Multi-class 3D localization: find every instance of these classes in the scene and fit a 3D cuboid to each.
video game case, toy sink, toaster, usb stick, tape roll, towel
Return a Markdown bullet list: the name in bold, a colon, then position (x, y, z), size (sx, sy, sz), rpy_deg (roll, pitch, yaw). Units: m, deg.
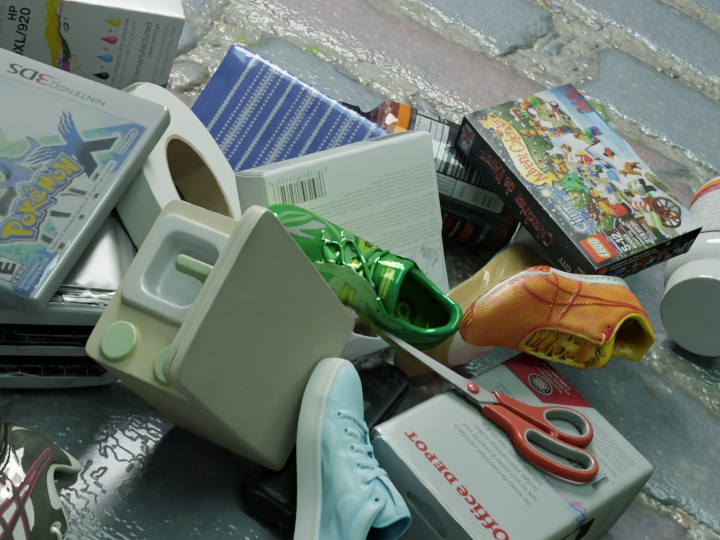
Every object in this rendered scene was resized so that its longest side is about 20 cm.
- **video game case**: position (-0.263, -0.076, 0.991), size (0.181, 0.022, 0.201), rpy_deg (20, 55, 11)
- **toy sink**: position (-0.105, 0.037, 0.959), size (0.111, 0.200, 0.131), rpy_deg (20, 74, 26)
- **toaster**: position (-0.242, 0.012, 1.027), size (0.198, 0.114, 0.130), rpy_deg (3, 47, -25)
- **usb stick**: position (-0.024, 0.131, 1.068), size (0.055, 0.033, 0.200), rpy_deg (27, 39, 15)
- **tape roll**: position (-0.144, -0.057, 1.115), size (0.204, 0.037, 0.204), rpy_deg (55, 17, -26)
- **towel**: position (-0.072, -0.102, 1.245), size (0.199, 0.024, 0.146), rpy_deg (31, 82, 6)

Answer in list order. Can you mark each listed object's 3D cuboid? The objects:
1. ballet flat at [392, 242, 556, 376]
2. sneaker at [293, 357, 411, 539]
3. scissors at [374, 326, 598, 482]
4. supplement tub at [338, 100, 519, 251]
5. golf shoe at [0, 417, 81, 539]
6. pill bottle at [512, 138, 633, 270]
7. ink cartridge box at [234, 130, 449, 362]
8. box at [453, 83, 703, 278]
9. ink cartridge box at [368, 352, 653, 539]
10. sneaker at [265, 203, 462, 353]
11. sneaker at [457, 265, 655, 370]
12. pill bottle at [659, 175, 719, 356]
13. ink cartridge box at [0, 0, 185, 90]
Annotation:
- **ballet flat**: position (0.108, 0.037, 1.193), size (0.063, 0.069, 0.200), rpy_deg (27, 47, 28)
- **sneaker**: position (0.001, 0.159, 0.967), size (0.081, 0.074, 0.202), rpy_deg (-5, 69, 18)
- **scissors**: position (0.095, 0.102, 1.044), size (0.198, 0.014, 0.073), rpy_deg (25, 39, -1)
- **supplement tub**: position (0.060, -0.097, 1.306), size (0.198, 0.108, 0.107), rpy_deg (19, 39, -6)
- **golf shoe**: position (-0.233, 0.178, 0.878), size (0.087, 0.077, 0.201), rpy_deg (20, 40, -17)
- **pill bottle**: position (0.221, -0.056, 1.341), size (0.108, 0.110, 0.201), rpy_deg (27, 40, 3)
- **ink cartridge box**: position (-0.008, -0.017, 1.168), size (0.199, 0.176, 0.043), rpy_deg (-18, 16, -41)
- **box**: position (0.197, -0.079, 1.237), size (0.136, 0.038, 0.201), rpy_deg (-19, 58, -31)
- **ink cartridge box**: position (0.108, 0.164, 1.059), size (0.199, 0.083, 0.146), rpy_deg (-20, 57, -42)
- **sneaker**: position (0.000, 0.000, 1.078), size (0.199, 0.083, 0.075), rpy_deg (27, 67, -23)
- **sneaker**: position (0.167, 0.043, 1.110), size (0.198, 0.073, 0.078), rpy_deg (-2, 47, -34)
- **pill bottle**: position (0.366, -0.007, 1.361), size (0.109, 0.110, 0.200), rpy_deg (29, 39, 6)
- **ink cartridge box**: position (-0.279, -0.227, 1.241), size (0.198, 0.148, 0.146), rpy_deg (5, 43, -22)
